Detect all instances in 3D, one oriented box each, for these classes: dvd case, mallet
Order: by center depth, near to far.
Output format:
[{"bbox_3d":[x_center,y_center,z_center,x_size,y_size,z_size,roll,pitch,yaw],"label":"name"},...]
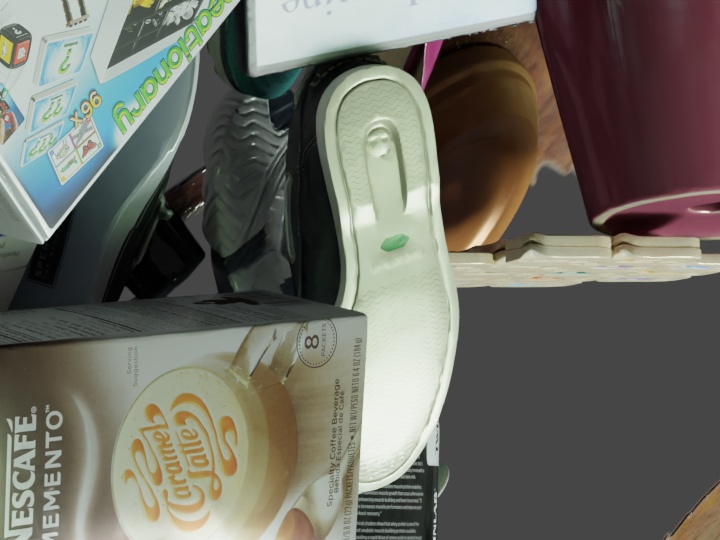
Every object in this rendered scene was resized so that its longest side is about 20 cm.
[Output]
[{"bbox_3d":[0.012,-0.185,1.145,0.142,0.018,0.201,-13,125,-19],"label":"dvd case"},{"bbox_3d":[-0.155,0.040,1.263,0.200,0.066,0.041,-49,178,4],"label":"mallet"}]

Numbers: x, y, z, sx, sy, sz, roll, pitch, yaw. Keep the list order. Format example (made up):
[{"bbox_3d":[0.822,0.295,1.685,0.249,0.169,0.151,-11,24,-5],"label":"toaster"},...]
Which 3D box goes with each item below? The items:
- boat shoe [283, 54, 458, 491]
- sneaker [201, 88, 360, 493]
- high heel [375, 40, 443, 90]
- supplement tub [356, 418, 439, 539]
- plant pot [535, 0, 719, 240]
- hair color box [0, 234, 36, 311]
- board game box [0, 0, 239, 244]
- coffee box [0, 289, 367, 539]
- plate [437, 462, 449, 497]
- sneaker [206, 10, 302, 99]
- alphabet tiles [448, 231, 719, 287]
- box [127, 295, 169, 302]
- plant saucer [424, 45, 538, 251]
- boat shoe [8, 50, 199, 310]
[{"bbox_3d":[0.000,0.000,1.233,0.071,0.068,0.202,-10,108,-26],"label":"boat shoe"},{"bbox_3d":[-0.049,0.014,1.320,0.079,0.200,0.129,-22,-176,-26],"label":"sneaker"},{"bbox_3d":[-0.001,-0.094,1.324,0.201,0.067,0.096,-67,164,4],"label":"high heel"},{"bbox_3d":[-0.019,0.135,1.453,0.122,0.122,0.202,11,80,-63],"label":"supplement tub"},{"bbox_3d":[0.172,-0.114,1.350,0.198,0.181,0.200,-3,169,-1],"label":"plant pot"},{"bbox_3d":[-0.178,-0.040,1.107,0.109,0.065,0.201,-11,135,-51],"label":"hair color box"},{"bbox_3d":[-0.101,-0.126,1.032,0.200,0.034,0.127,-54,135,-27],"label":"board game box"},{"bbox_3d":[-0.098,0.074,1.143,0.199,0.079,0.115,-5,102,-40],"label":"coffee box"},{"bbox_3d":[-0.034,0.169,1.621,0.200,0.026,0.200,-36,-174,4],"label":"plate"},{"bbox_3d":[-0.004,-0.157,1.212,0.077,0.080,0.201,-7,133,-57],"label":"sneaker"},{"bbox_3d":[0.098,-0.005,1.421,0.194,0.015,0.200,0,176,-17],"label":"alphabet tiles"},{"bbox_3d":[-0.163,0.119,1.381,0.200,0.051,0.158,-36,151,-26],"label":"box"},{"bbox_3d":[0.033,-0.033,1.510,0.200,0.037,0.201,-38,154,-22],"label":"plant saucer"},{"bbox_3d":[-0.118,-0.032,1.203,0.068,0.073,0.201,-38,144,-79],"label":"boat shoe"}]
